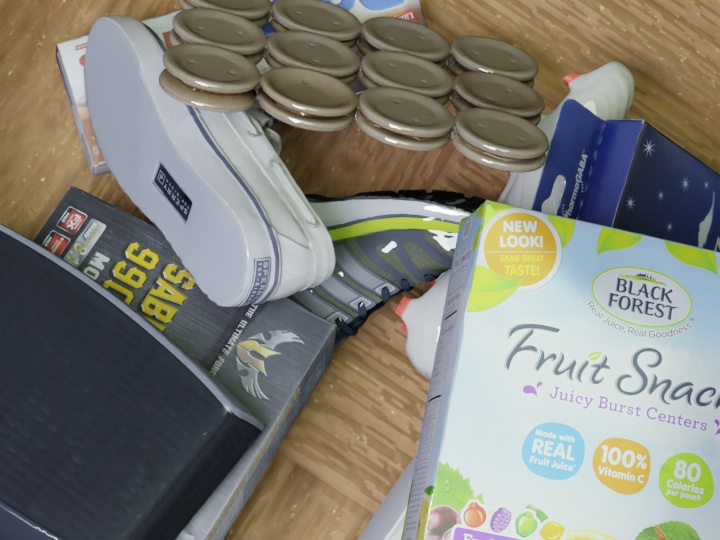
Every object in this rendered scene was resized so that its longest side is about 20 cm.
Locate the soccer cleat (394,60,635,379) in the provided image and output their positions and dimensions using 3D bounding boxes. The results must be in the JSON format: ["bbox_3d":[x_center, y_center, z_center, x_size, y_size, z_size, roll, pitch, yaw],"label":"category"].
[{"bbox_3d":[0.099,-0.020,1.210,0.077,0.069,0.200,33,84,17],"label":"soccer cleat"}]

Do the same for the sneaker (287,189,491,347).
[{"bbox_3d":[0.000,0.000,1.176,0.199,0.074,0.081,-1,95,21],"label":"sneaker"}]

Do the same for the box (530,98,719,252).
[{"bbox_3d":[0.161,0.002,1.181,0.200,0.032,0.122,28,74,-40],"label":"box"}]

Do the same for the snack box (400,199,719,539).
[{"bbox_3d":[0.114,0.083,1.076,0.168,0.068,0.201,12,79,-8],"label":"snack box"}]

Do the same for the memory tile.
[{"bbox_3d":[-0.002,-0.101,1.156,0.199,0.153,0.017,13,117,-7],"label":"memory tile"}]

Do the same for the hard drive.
[{"bbox_3d":[-0.159,0.057,1.068,0.200,0.042,0.135,34,67,14],"label":"hard drive"}]

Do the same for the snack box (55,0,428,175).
[{"bbox_3d":[-0.061,-0.113,1.225,0.199,0.024,0.072,-17,82,-11],"label":"snack box"}]

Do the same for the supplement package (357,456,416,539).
[{"bbox_3d":[0.086,0.193,1.148,0.200,0.117,0.118,36,77,-2],"label":"supplement package"}]

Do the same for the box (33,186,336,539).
[{"bbox_3d":[-0.128,0.078,1.111,0.158,0.048,0.200,28,66,11],"label":"box"}]

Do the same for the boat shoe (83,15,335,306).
[{"bbox_3d":[-0.076,-0.060,1.144,0.070,0.071,0.200,-6,42,-35],"label":"boat shoe"}]
